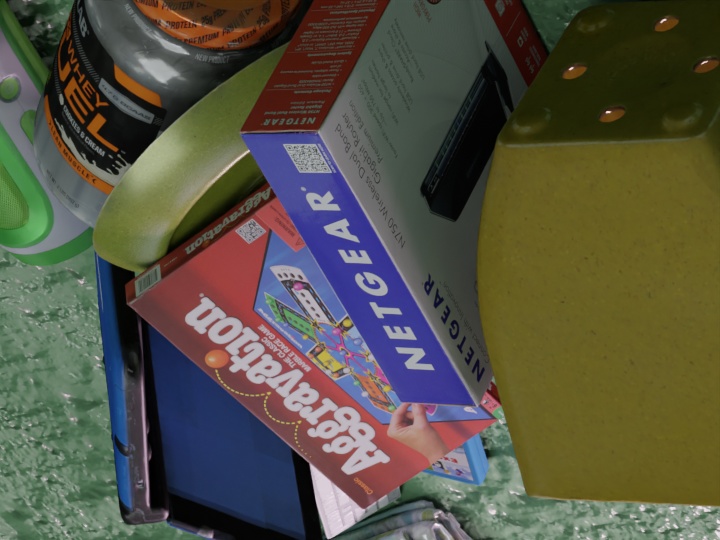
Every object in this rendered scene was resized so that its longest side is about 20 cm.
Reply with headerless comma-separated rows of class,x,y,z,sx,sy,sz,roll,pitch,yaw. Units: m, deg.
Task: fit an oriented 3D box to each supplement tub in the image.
supplement tub,-0.098,-0.112,1.526,0.122,0.123,0.200,28,145,-1

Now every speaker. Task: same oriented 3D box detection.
speaker,-0.215,-0.096,1.658,0.088,0.089,0.200,1,138,33

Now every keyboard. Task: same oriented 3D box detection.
keyboard,-0.004,0.130,1.790,0.011,0.056,0.200,52,172,17

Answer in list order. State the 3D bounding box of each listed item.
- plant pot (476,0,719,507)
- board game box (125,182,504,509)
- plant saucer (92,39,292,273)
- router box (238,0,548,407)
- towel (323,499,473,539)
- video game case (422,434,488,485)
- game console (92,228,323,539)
plant pot,0.165,-0.022,1.415,0.193,0.196,0.200,0,131,34
board game box,-0.021,0.042,1.521,0.103,0.019,0.200,-34,125,19
plant saucer,-0.049,-0.057,1.507,0.031,0.200,0.200,53,149,14
router box,0.035,-0.063,1.450,0.049,0.180,0.200,1,138,34
towel,0.043,0.238,1.954,0.171,0.048,0.200,41,144,-18
video game case,-0.004,0.057,1.760,0.142,0.018,0.200,12,147,22
game console,-0.087,0.050,1.632,0.118,0.200,0.171,-5,129,-7
